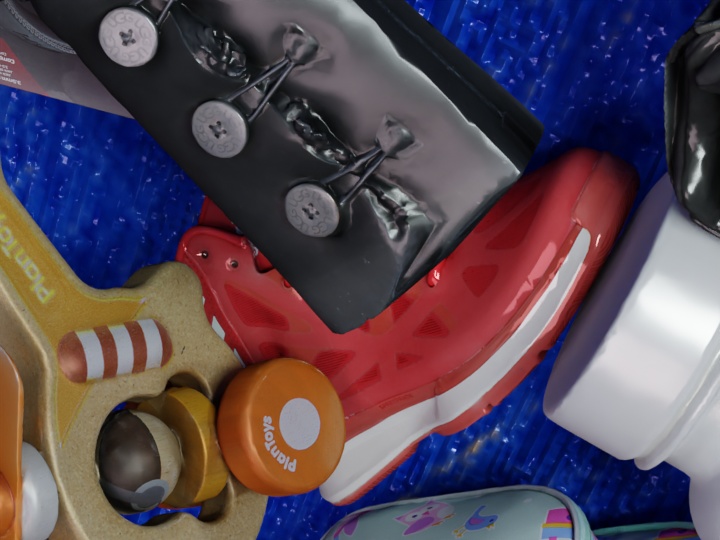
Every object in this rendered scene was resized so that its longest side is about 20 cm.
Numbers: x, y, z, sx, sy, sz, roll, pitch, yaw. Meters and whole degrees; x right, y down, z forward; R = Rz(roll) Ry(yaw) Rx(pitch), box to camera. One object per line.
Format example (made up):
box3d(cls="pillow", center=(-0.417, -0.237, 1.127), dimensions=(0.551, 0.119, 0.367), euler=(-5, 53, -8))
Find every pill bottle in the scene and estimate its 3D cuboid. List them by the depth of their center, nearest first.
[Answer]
box3d(cls="pill bottle", center=(0.164, 0.053, 0.750), dimensions=(0.199, 0.115, 0.115), euler=(29, 134, -3))

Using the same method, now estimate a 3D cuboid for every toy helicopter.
box3d(cls="toy helicopter", center=(-0.105, 0.031, 0.796), dimensions=(0.079, 0.132, 0.200), euler=(-12, 118, 49))

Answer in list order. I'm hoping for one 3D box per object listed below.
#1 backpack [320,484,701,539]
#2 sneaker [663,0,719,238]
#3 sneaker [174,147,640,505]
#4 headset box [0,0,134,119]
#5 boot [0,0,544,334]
box3d(cls="backpack", center=(0.062, 0.168, 0.865), dimensions=(0.199, 0.176, 0.154), euler=(-8, 126, 27))
box3d(cls="sneaker", center=(0.146, -0.086, 0.656), dimensions=(0.077, 0.111, 0.200), euler=(32, 134, 0))
box3d(cls="sneaker", center=(0.000, 0.000, 0.826), dimensions=(0.115, 0.078, 0.200), euler=(37, 133, -7))
box3d(cls="headset box", center=(-0.068, -0.132, 0.752), dimensions=(0.148, 0.077, 0.201), euler=(16, 131, 15))
box3d(cls="boot", center=(-0.066, -0.057, 0.722), dimensions=(0.200, 0.066, 0.165), euler=(40, 134, -14))
